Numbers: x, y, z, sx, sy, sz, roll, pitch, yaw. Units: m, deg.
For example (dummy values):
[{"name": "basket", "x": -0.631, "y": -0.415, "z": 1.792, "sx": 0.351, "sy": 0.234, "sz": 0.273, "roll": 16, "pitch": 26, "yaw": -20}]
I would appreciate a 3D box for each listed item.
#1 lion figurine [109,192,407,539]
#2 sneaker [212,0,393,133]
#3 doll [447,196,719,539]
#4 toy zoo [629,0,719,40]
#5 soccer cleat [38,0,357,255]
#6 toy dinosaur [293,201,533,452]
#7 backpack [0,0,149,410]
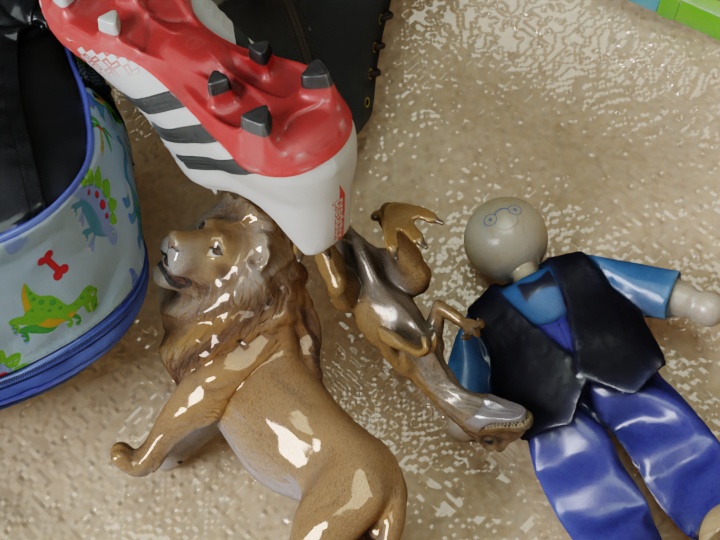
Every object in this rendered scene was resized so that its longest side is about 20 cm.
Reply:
[{"name": "lion figurine", "x": -0.031, "y": 0.071, "z": 0.740, "sx": 0.123, "sy": 0.072, "sz": 0.200, "roll": -46, "pitch": 71, "yaw": 9}, {"name": "sneaker", "x": -0.005, "y": -0.138, "z": 0.864, "sx": 0.200, "sy": 0.075, "sz": 0.106, "roll": -40, "pitch": 110, "yaw": -21}, {"name": "doll", "x": 0.103, "y": 0.046, "z": 0.774, "sx": 0.136, "sy": 0.049, "sz": 0.200, "roll": -29, "pitch": 58, "yaw": 0}, {"name": "toy zoo", "x": 0.134, "y": -0.209, "z": 0.916, "sx": 0.199, "sy": 0.020, "sz": 0.132, "roll": 27, "pitch": 66, "yaw": 10}, {"name": "soccer cleat", "x": -0.071, "y": -0.079, "z": 0.731, "sx": 0.069, "sy": 0.085, "sz": 0.200, "roll": -35, "pitch": 51, "yaw": -22}, {"name": "toy dinosaur", "x": 0.000, "y": 0.000, "z": 0.771, "sx": 0.060, "sy": 0.106, "sz": 0.200, "roll": -28, "pitch": 60, "yaw": -10}, {"name": "backpack", "x": -0.182, "y": -0.018, "z": 0.762, "sx": 0.182, "sy": 0.147, "sz": 0.200, "roll": -21, "pitch": 39, "yaw": -6}]
